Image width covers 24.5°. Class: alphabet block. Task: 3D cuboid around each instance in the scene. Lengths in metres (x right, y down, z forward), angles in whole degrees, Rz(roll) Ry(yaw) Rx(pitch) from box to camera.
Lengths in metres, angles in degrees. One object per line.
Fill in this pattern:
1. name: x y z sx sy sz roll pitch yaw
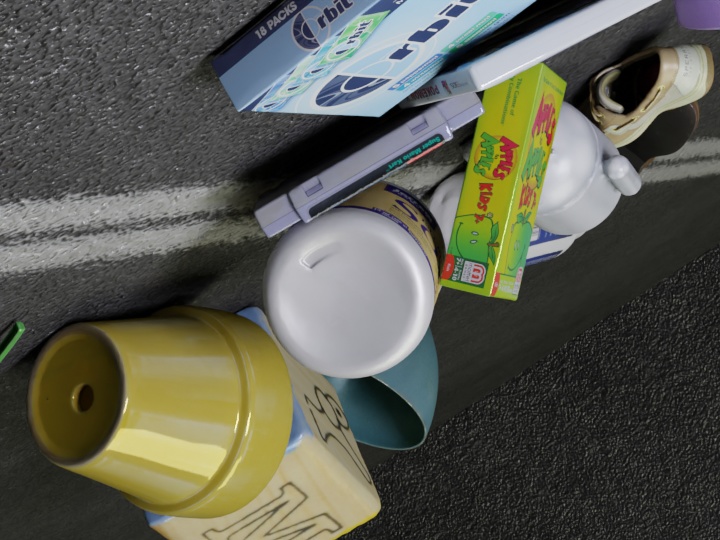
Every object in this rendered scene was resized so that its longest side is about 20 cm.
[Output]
1. alphabet block: -0.123 0.194 1.787 0.196 0.196 0.200 -29 140 8

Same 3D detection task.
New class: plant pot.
1. plant pot: 0.012 0.101 1.957 0.135 0.200 0.200 -62 -176 -27
2. plant pot: -0.195 0.125 1.523 0.201 0.201 0.189 -35 153 26

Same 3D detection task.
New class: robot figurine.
1. robot figurine: 0.184 -0.101 1.598 0.169 0.113 0.200 6 172 25

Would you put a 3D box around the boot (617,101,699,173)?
1. boot: 0.332 -0.167 1.861 0.075 0.074 0.200 -45 179 -22

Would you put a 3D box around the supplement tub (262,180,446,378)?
1. supplement tub: 0.000 0.000 1.446 0.145 0.146 0.200 -32 -172 14

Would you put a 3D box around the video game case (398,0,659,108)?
1. video game case: 0.138 -0.179 1.264 0.200 0.023 0.182 -27 -172 -14

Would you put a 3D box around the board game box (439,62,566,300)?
1. board game box: 0.125 -0.078 1.434 0.048 0.200 0.102 14 -179 19

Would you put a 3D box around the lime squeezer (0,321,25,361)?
1. lime squeezer: -0.361 0.104 1.417 0.200 0.038 0.071 -29 137 3

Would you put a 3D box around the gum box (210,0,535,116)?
1. gum box: 0.020 -0.169 1.124 0.170 0.045 0.200 -35 167 25

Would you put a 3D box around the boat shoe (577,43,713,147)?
1. boat shoe: 0.261 -0.175 1.631 0.066 0.074 0.200 5 159 -28

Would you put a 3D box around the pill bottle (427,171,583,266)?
1. pill bottle: 0.167 -0.060 1.765 0.111 0.111 0.200 -38 166 34

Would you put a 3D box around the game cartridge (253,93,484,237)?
1. game cartridge: 0.006 -0.091 1.352 0.200 0.038 0.130 -30 -168 4

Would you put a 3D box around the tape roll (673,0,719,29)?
1. tape roll: 0.341 -0.246 1.292 0.200 0.066 0.200 -14 -164 4
